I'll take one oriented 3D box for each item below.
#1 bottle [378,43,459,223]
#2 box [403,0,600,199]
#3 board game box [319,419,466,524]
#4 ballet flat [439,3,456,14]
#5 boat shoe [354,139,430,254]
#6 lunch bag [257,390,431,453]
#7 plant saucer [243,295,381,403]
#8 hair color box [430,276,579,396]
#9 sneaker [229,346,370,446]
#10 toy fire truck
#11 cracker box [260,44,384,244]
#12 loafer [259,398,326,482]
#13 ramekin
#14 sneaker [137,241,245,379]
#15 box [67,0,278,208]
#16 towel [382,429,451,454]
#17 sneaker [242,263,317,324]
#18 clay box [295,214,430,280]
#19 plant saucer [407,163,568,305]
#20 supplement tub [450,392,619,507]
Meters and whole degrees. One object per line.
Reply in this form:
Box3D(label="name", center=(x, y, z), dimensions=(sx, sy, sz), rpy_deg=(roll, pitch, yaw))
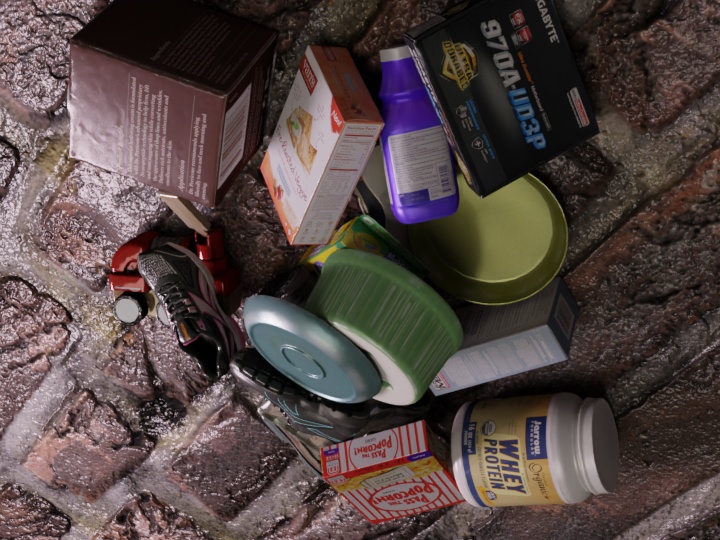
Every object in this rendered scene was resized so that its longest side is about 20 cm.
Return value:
Box3D(label="bottle", center=(0.061, -0.159, 1.347), dimensions=(0.082, 0.065, 0.203), rpy_deg=(-13, 103, -6))
Box3D(label="box", center=(0.155, -0.203, 1.265), dimensions=(0.157, 0.046, 0.202), rpy_deg=(-28, 116, -3))
Box3D(label="board game box", center=(0.050, 0.280, 1.594), dimensions=(0.149, 0.047, 0.200), rpy_deg=(-17, 146, 14))
Box3D(label="ballet flat", center=(0.120, -0.207, 1.321), dimensions=(0.067, 0.068, 0.202), rpy_deg=(8, 132, 52))
Box3D(label="boat shoe", center=(0.031, -0.088, 1.446), dimensions=(0.062, 0.071, 0.201), rpy_deg=(32, 158, 45))
Box3D(label="lunch bag", center=(-0.018, 0.181, 1.637), dimensions=(0.199, 0.118, 0.164), rpy_deg=(35, 130, -14))
Box3D(label="plant saucer", center=(-0.065, 0.104, 1.424), dimensions=(0.198, 0.028, 0.201), rpy_deg=(27, 155, 14))
Box3D(label="hair color box", center=(0.175, 0.086, 1.493), dimensions=(0.198, 0.099, 0.061), rpy_deg=(-19, 118, 33))
Box3D(label="sneaker", center=(-0.088, 0.173, 1.533), dimensions=(0.198, 0.076, 0.080), rpy_deg=(27, 126, -2))
Box3D(label="toy fire truck", center=(-0.261, -0.025, 1.594), dimensions=(0.173, 0.129, 0.203), rpy_deg=(4, 107, 13))
Box3D(label="cracker box", center=(-0.051, -0.147, 1.387), dimensions=(0.057, 0.135, 0.201), rpy_deg=(-1, 138, -29))
Box3D(label="loafer", center=(-0.063, 0.251, 1.740), dimensions=(0.200, 0.072, 0.063), rpy_deg=(41, 124, -8))
Box3D(label="ramekin", center=(0.018, 0.075, 1.418), dimensions=(0.198, 0.098, 0.201), rpy_deg=(28, 156, 13))
Box3D(label="sneaker", center=(-0.221, 0.055, 1.520), dimensions=(0.080, 0.087, 0.201), rpy_deg=(-32, 107, 20))
Box3D(label="box", center=(-0.224, -0.211, 1.390), dimensions=(0.197, 0.165, 0.167), rpy_deg=(20, 131, 7))
Box3D(label="towel", center=(0.069, 0.280, 1.674), dimensions=(0.198, 0.037, 0.148), rpy_deg=(22, 137, -37))
Box3D(label="sneaker", center=(-0.095, 0.058, 1.572), dimensions=(0.090, 0.076, 0.199), rpy_deg=(39, 157, -14))
Box3D(label="clay box", center=(0.000, 0.000, 1.484), dimensions=(0.115, 0.048, 0.200), rpy_deg=(40, 157, -10))
Box3D(label="plant saucer", center=(0.157, -0.051, 1.430), dimensions=(0.197, 0.031, 0.203), rpy_deg=(7, 122, 12))
Box3D(label="supplement tub", center=(0.234, 0.240, 1.556), dimensions=(0.197, 0.145, 0.146), rpy_deg=(-9, 122, 28))
